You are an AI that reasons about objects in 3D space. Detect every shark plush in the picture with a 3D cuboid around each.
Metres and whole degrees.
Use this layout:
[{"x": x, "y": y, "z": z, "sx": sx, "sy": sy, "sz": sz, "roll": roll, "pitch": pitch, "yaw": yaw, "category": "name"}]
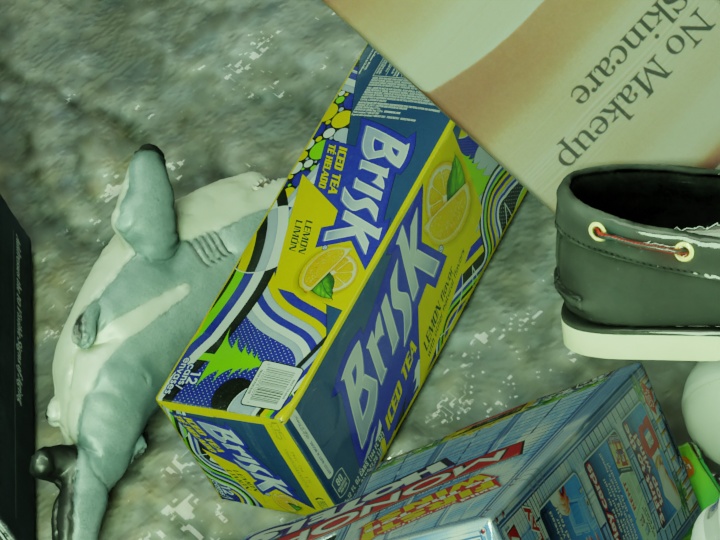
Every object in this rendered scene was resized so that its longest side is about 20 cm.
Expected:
[{"x": -0.081, "y": 0.034, "z": 1.129, "sx": 0.083, "sy": 0.091, "sz": 0.200, "roll": 21, "pitch": 51, "yaw": 5, "category": "shark plush"}]

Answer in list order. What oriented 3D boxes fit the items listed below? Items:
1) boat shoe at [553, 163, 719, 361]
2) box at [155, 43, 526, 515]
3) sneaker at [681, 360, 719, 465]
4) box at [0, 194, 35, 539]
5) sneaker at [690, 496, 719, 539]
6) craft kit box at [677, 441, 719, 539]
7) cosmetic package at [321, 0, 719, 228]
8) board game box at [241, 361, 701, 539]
[{"x": 0.165, "y": -0.008, "z": 0.949, "sx": 0.201, "sy": 0.063, "sz": 0.074, "roll": -1, "pitch": 23, "yaw": 13, "category": "boat shoe"}, {"x": 0.000, "y": 0.000, "z": 1.112, "sx": 0.064, "sy": 0.070, "sz": 0.200, "roll": 8, "pitch": 54, "yaw": 34, "category": "box"}, {"x": 0.183, "y": 0.083, "z": 0.936, "sx": 0.200, "sy": 0.073, "sz": 0.085, "roll": 17, "pitch": 57, "yaw": 36, "category": "sneaker"}, {"x": -0.225, "y": 0.011, "z": 1.126, "sx": 0.124, "sy": 0.197, "sz": 0.200, "roll": -19, "pitch": 44, "yaw": 12, "category": "box"}, {"x": 0.149, "y": 0.090, "z": 0.834, "sx": 0.082, "sy": 0.075, "sz": 0.200, "roll": -59, "pitch": 15, "yaw": 14, "category": "sneaker"}, {"x": 0.068, "y": 0.177, "z": 0.930, "sx": 0.200, "sy": 0.049, "sz": 0.198, "roll": -28, "pitch": 45, "yaw": 1, "category": "craft kit box"}, {"x": 0.073, "y": -0.085, "z": 1.008, "sx": 0.103, "sy": 0.200, "sz": 0.087, "roll": -48, "pitch": 29, "yaw": 5, "category": "cosmetic package"}, {"x": 0.008, "y": 0.104, "z": 0.875, "sx": 0.200, "sy": 0.062, "sz": 0.200, "roll": -22, "pitch": 3, "yaw": 7, "category": "board game box"}]
